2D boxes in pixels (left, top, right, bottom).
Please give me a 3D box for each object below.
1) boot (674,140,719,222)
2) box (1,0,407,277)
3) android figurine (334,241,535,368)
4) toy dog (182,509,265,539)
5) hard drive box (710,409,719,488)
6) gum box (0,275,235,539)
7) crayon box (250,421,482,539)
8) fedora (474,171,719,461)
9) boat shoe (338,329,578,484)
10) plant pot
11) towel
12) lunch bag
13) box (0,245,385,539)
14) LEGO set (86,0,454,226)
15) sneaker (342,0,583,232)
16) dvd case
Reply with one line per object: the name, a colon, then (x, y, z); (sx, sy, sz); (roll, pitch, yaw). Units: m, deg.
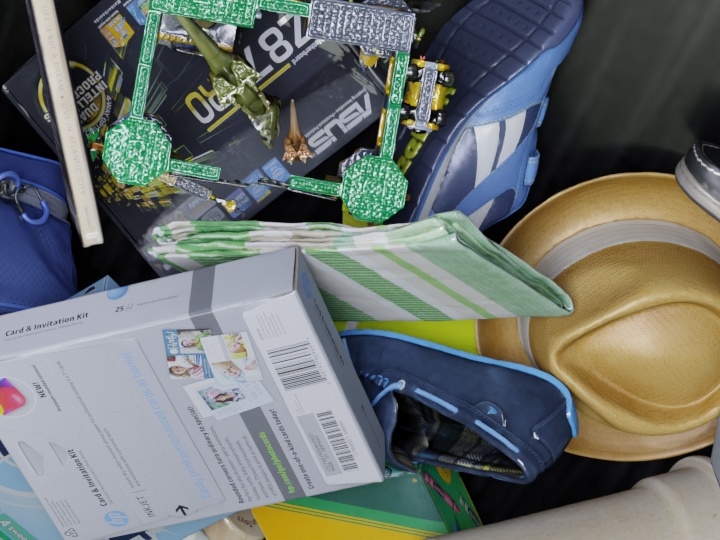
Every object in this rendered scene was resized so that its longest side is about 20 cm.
boot: (0.293, -0.071, 1.155); (0.199, 0.073, 0.151); (22, 117, -2)
box: (-0.095, -0.113, 1.248); (0.199, 0.049, 0.161); (-35, 102, 23)
android figurine: (0.017, 0.046, 1.293); (0.199, 0.041, 0.183); (22, 117, 1)
toy dog: (-0.130, 0.122, 1.351); (0.131, 0.096, 0.202); (-18, 93, 24)
hard drive box: (0.289, 0.046, 1.133); (0.154, 0.077, 0.201); (1, 120, -5)
gum box: (-0.174, 0.109, 1.243); (0.199, 0.045, 0.170); (-28, 124, 25)
crayon box: (0.023, 0.194, 1.324); (0.118, 0.058, 0.201); (-13, 122, 21)
fedora: (0.167, 0.040, 1.211); (0.199, 0.082, 0.202); (0, 109, 0)
boat shoe: (0.028, 0.081, 1.215); (0.199, 0.069, 0.085); (1, 131, 37)
plant pot: (0.127, 0.218, 1.218); (0.182, 0.201, 0.202); (-4, 115, -13)
towel: (0.000, 0.000, 1.162); (0.199, 0.152, 0.024); (-3, 71, 30)
lunch bag: (-0.261, -0.002, 1.262); (0.135, 0.133, 0.200); (14, 144, -39)
box: (-0.103, 0.075, 1.153); (0.198, 0.041, 0.157); (-14, 130, 13)
LEGO set: (-0.052, -0.105, 1.151); (0.198, 0.116, 0.155); (1, 99, -5)
sneaker: (0.070, -0.084, 1.206); (0.082, 0.074, 0.201); (27, 102, -43)
dvd case: (-0.175, -0.121, 1.163); (0.016, 0.149, 0.202); (-13, 100, -8)
